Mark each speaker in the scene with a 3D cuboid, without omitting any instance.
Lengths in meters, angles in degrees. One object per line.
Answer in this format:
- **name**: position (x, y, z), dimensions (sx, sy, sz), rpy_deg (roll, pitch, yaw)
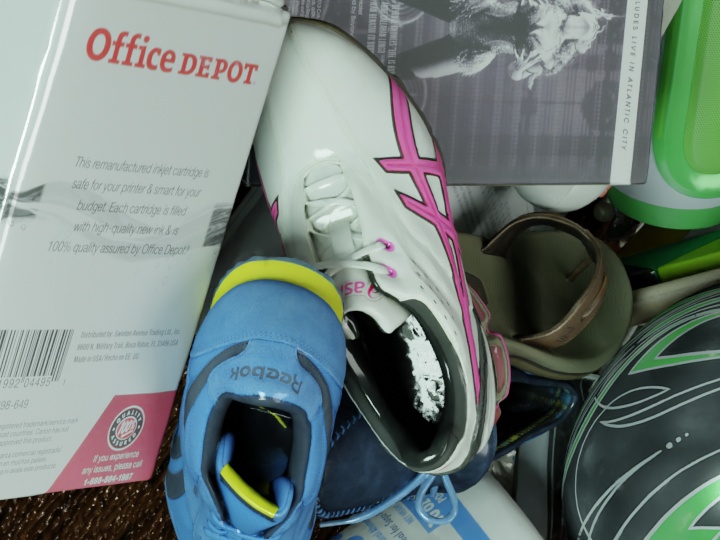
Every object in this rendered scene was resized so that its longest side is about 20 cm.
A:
- **speaker**: position (0.176, -0.126, 1.173), dimensions (0.088, 0.088, 0.200), rpy_deg (-34, 137, -46)

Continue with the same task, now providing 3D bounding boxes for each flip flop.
- **flip flop**: position (0.081, 0.003, 1.043), dimensions (0.058, 0.081, 0.200), rpy_deg (-37, 157, 25)

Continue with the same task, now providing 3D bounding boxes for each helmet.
- **helmet**: position (0.197, 0.101, 1.092), dimensions (0.200, 0.190, 0.200), rpy_deg (15, 90, -85)

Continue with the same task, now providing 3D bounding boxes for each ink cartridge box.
- **ink cartridge box**: position (-0.119, -0.024, 0.826), dimensions (0.146, 0.085, 0.200), rpy_deg (1, 110, -61)

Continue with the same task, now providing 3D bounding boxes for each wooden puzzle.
- **wooden puzzle**: position (0.204, -0.016, 1.221), dimensions (0.200, 0.185, 0.037), rpy_deg (-31, 103, -60)

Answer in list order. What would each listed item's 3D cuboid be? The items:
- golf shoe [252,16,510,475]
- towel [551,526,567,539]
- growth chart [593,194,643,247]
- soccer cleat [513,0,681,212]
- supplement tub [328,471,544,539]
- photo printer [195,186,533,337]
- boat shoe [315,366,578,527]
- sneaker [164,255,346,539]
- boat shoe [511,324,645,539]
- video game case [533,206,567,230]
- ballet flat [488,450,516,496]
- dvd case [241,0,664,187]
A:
- **golf shoe**: position (0.006, -0.012, 0.914), dimensions (0.200, 0.072, 0.092), rpy_deg (65, 13, -5)
- **towel**: position (0.099, 0.182, 1.304), dimensions (0.191, 0.032, 0.200), rpy_deg (-59, 172, -51)
- **growth chart**: position (0.186, -0.075, 1.337), dimensions (0.145, 0.018, 0.200), rpy_deg (-64, 164, 9)
- **soccer cleat**: position (0.114, -0.126, 1.061), dimensions (0.078, 0.069, 0.200), rpy_deg (21, 83, -63)
- **supplement tub**: position (0.005, 0.195, 1.077), dimensions (0.200, 0.132, 0.132), rpy_deg (-34, 143, -9)
- **photo printer**: position (0.000, 0.000, 1.064), dimensions (0.200, 0.069, 0.167), rpy_deg (-55, 150, -21)
- **boat shoe**: position (0.036, 0.065, 1.026), dimensions (0.200, 0.069, 0.084), rpy_deg (-29, 135, -49)
- **sneaker**: position (-0.048, 0.086, 0.894), dimensions (0.200, 0.066, 0.079), rpy_deg (102, -2, -47)
- **boat shoe**: position (0.125, 0.083, 1.213), dimensions (0.199, 0.068, 0.074), rpy_deg (-61, 156, -61)
- **video game case**: position (0.101, -0.130, 1.173), dimensions (0.181, 0.045, 0.200), rpy_deg (-53, 149, -25)
- **ballet flat**: position (0.053, 0.090, 1.245), dimensions (0.072, 0.072, 0.200), rpy_deg (-33, 134, -47)
- **dvd case**: position (0.045, -0.111, 0.985), dimensions (0.200, 0.016, 0.149), rpy_deg (-1, 103, -23)
